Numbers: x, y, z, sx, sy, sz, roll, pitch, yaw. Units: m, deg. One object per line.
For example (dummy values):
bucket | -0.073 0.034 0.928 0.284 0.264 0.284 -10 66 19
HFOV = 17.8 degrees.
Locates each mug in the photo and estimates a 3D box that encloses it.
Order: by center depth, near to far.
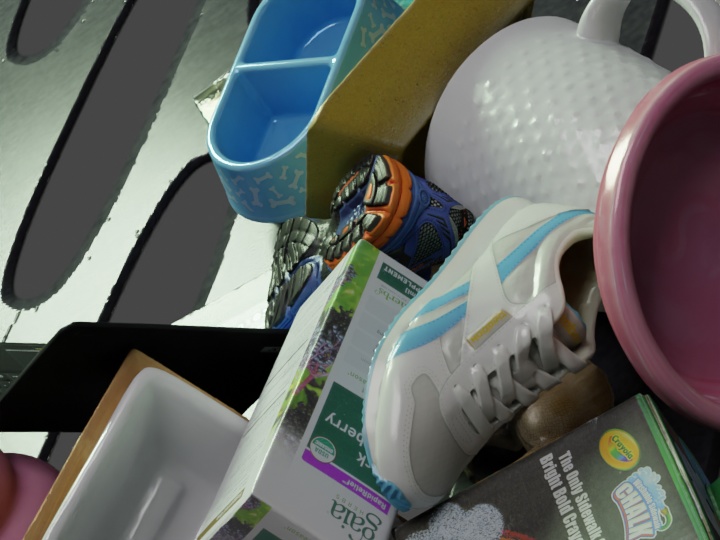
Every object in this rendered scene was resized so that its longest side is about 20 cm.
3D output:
mug | 0.153 -0.074 1.327 0.175 0.147 0.201 35 115 45

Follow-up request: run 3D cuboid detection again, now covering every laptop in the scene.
laptop | -0.157 0.042 1.383 0.200 0.177 0.104 34 114 49

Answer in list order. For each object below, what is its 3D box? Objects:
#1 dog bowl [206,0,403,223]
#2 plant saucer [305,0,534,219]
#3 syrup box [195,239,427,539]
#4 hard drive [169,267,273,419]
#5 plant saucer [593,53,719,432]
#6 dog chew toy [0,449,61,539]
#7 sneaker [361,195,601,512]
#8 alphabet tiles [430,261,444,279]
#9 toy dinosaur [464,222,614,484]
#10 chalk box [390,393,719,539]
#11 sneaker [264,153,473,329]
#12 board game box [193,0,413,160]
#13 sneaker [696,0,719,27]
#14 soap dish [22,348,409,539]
dog bowl | -0.040 -0.128 1.574 0.111 0.050 0.201 -1 54 33
plant saucer | 0.044 -0.101 1.432 0.048 0.200 0.200 34 68 14
syrup box | -0.014 0.088 1.250 0.081 0.079 0.200 -48 14 44
hard drive | -0.070 0.093 1.450 0.139 0.033 0.200 -28 41 12
plant saucer | 0.196 -0.013 1.219 0.051 0.200 0.201 -3 49 56
dog chew toy | -0.206 0.166 1.354 0.124 0.200 0.125 -20 44 21
sneaker | 0.070 0.041 1.205 0.081 0.077 0.200 7 54 41
alphabet tiles | 0.068 -0.060 1.506 0.200 0.008 0.167 -46 39 -8
toy dinosaur | 0.092 0.079 1.317 0.101 0.058 0.200 -36 64 4
chalk box | 0.139 0.160 1.168 0.199 0.124 0.125 -29 40 10
sneaker | 0.000 0.000 1.376 0.200 0.078 0.076 -34 41 59
board game box | -0.015 -0.141 1.627 0.200 0.028 0.135 -36 41 3
sneaker | 0.234 -0.207 1.466 0.074 0.081 0.201 -22 42 15
soap dish | -0.086 0.164 1.287 0.158 0.200 0.081 -62 12 -25
